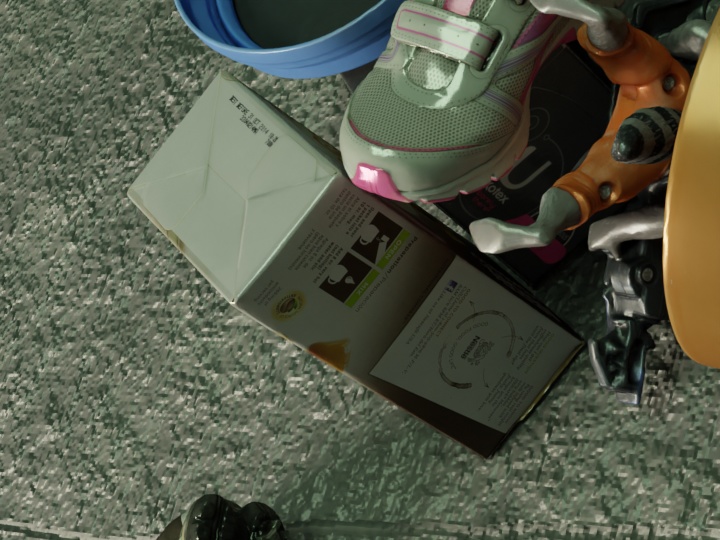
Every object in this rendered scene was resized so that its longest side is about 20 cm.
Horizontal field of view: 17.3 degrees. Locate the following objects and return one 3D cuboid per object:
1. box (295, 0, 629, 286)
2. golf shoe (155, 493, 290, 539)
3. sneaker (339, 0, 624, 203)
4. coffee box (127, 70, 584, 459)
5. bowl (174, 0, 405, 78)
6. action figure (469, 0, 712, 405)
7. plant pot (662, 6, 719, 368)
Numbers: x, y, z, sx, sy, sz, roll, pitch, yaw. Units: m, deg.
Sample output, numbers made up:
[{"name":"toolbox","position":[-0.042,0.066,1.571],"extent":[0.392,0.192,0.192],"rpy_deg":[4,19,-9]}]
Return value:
[{"name":"box","position":[0.056,-0.111,1.210],"extent":[0.106,0.122,0.200],"rpy_deg":[-41,45,12]},{"name":"golf shoe","position":[-0.088,0.215,1.188],"extent":[0.094,0.078,0.200],"rpy_deg":[-24,48,52]},{"name":"sneaker","position":[0.050,-0.115,1.050],"extent":[0.081,0.088,0.200],"rpy_deg":[18,55,24]},{"name":"coffee box","position":[0.000,0.000,1.135],"extent":[0.080,0.200,0.114],"rpy_deg":[-52,43,6]},{"name":"bowl","position":[-0.007,-0.186,1.192],"extent":[0.200,0.039,0.201],"rpy_deg":[-21,52,29]},{"name":"action figure","position":[0.139,-0.034,1.057],"extent":[0.104,0.193,0.200],"rpy_deg":[7,95,46]},{"name":"plant pot","position":[0.230,-0.040,0.978],"extent":[0.140,0.200,0.200],"rpy_deg":[16,76,29]}]
